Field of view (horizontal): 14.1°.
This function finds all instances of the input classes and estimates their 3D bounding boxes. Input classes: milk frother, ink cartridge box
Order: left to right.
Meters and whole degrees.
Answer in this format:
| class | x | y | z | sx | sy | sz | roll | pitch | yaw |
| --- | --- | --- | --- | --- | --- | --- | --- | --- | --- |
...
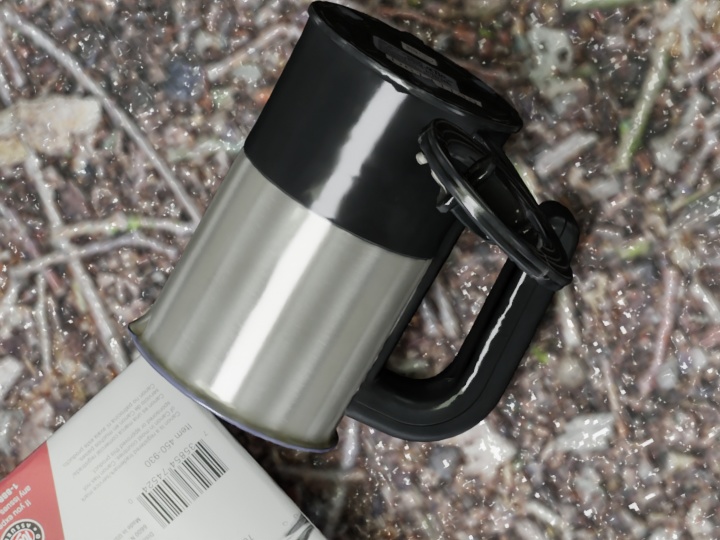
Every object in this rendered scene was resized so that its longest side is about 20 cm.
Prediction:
| class | x | y | z | sx | sy | sz | roll | pitch | yaw |
| --- | --- | --- | --- | --- | --- | --- | --- | --- | --- |
| ink cartridge box | -0.088 | 0.163 | 1.437 | 0.147 | 0.083 | 0.200 | -42 | 84 | -6 |
| milk frother | 0.000 | 0.000 | 1.357 | 0.180 | 0.200 | 0.188 | 31 | 104 | 7 |
